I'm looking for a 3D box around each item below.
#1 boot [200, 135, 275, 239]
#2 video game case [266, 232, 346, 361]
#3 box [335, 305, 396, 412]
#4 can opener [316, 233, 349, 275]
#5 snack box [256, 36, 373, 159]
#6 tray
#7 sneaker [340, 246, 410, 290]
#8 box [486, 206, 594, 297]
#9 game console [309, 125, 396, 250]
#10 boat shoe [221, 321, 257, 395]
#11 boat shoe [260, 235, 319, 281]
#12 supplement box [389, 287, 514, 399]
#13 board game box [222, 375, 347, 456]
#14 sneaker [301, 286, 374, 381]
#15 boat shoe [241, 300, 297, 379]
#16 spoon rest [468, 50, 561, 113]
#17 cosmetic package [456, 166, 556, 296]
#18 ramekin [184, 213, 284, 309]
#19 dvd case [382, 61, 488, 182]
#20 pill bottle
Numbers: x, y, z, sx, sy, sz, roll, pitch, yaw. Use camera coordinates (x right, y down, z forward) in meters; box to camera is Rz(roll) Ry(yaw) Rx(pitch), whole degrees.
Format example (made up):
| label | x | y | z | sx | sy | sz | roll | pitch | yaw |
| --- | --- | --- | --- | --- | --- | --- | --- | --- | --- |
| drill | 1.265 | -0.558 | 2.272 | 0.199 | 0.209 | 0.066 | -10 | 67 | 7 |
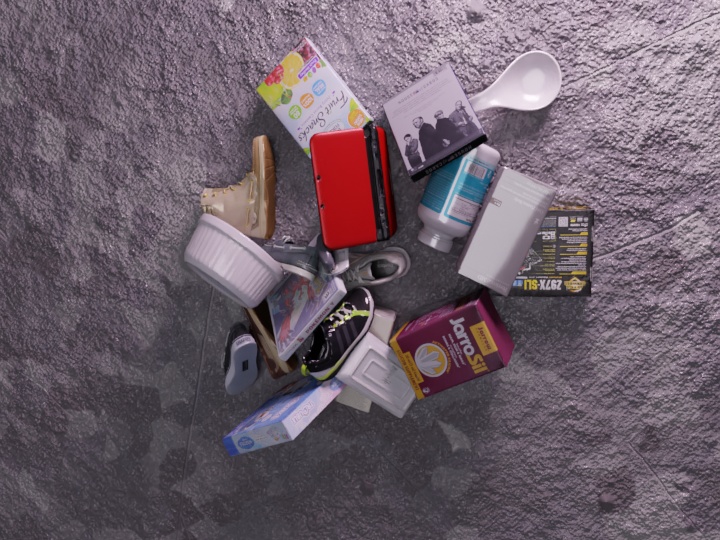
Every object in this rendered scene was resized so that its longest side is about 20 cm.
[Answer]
| label | x | y | z | sx | sy | sz | roll | pitch | yaw |
| --- | --- | --- | --- | --- | --- | --- | --- | --- | --- |
| boot | -0.250 | -0.170 | 1.169 | 0.150 | 0.073 | 0.207 | 4 | 106 | 11 |
| video game case | -0.113 | 0.046 | 1.125 | 0.023 | 0.202 | 0.183 | 32 | 109 | -33 |
| box | 0.011 | 0.176 | 1.176 | 0.080 | 0.068 | 0.207 | 17 | 102 | 7 |
| can opener | -0.053 | -0.084 | 1.089 | 0.052 | 0.067 | 0.206 | -11 | 56 | 13 |
| snack box | -0.088 | -0.322 | 1.120 | 0.141 | 0.053 | 0.202 | -39 | 91 | 16 |
| tray | 0.050 | 0.213 | 1.138 | 0.198 | 0.022 | 0.109 | 38 | 89 | -29 |
| sneaker | 0.000 | 0.000 | 1.136 | 0.194 | 0.092 | 0.078 | -16 | 95 | 13 |
| box | 0.336 | -0.035 | 1.085 | 0.192 | 0.049 | 0.166 | -1 | 102 | 11 |
| game console | -0.007 | -0.155 | 1.071 | 0.114 | 0.172 | 0.208 | -5 | 99 | 13 |
| boat shoe | -0.260 | 0.186 | 1.210 | 0.069 | 0.072 | 0.203 | 57 | 152 | 32 |
| boat shoe | -0.139 | -0.032 | 1.134 | 0.072 | 0.198 | 0.063 | 25 | 88 | -36 |
| supplement box | 0.174 | 0.141 | 1.099 | 0.197 | 0.103 | 0.134 | -28 | 93 | 28 |
| board game box | -0.143 | 0.272 | 1.123 | 0.196 | 0.199 | 0.044 | -26 | 96 | 38 |
| sneaker | -0.043 | 0.113 | 1.077 | 0.070 | 0.083 | 0.204 | 18 | 73 | 42 |
| boat shoe | -0.210 | 0.136 | 1.214 | 0.071 | 0.072 | 0.204 | -29 | 94 | 18 |
| spoon rest | 0.268 | -0.323 | 1.045 | 0.195 | 0.061 | 0.102 | -21 | 95 | 15 |
| cosmetic package | 0.255 | -0.071 | 1.027 | 0.104 | 0.090 | 0.206 | 22 | 100 | 4 |
| ramekin | -0.251 | -0.010 | 1.111 | 0.199 | 0.203 | 0.096 | 33 | 75 | 4 |
| dvd case | 0.128 | -0.271 | 1.038 | 0.147 | 0.025 | 0.205 | -27 | 53 | 15 |
| pill bottle | 0.173 | -0.142 | 1.068 | 0.108 | 0.111 | 0.205 | 24 | 103 | 6 |
